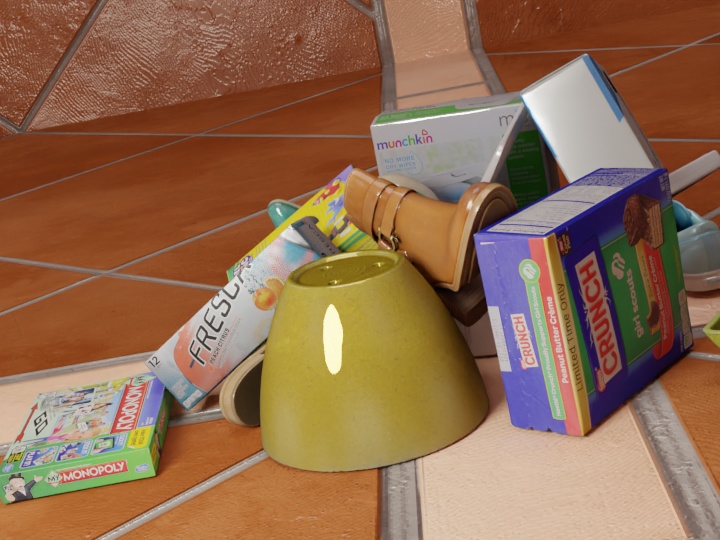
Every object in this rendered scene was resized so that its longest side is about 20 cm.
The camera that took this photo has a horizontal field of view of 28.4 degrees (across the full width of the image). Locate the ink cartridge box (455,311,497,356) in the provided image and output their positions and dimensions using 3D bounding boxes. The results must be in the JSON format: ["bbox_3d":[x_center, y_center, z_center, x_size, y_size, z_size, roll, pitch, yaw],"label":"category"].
[{"bbox_3d":[0.143,0.013,1.342,0.200,0.116,0.067,-6,15,15],"label":"ink cartridge box"}]

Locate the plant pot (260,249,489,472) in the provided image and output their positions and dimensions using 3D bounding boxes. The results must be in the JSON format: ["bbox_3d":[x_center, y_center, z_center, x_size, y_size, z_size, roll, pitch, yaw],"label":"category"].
[{"bbox_3d":[0.001,0.064,1.215,0.200,0.142,0.200,-9,16,3],"label":"plant pot"}]

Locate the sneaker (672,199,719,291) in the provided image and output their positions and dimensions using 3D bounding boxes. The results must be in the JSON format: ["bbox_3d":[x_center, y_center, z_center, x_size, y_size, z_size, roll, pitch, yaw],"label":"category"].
[{"bbox_3d":[0.317,-0.038,1.462,0.074,0.082,0.200,-15,14,-18],"label":"sneaker"}]

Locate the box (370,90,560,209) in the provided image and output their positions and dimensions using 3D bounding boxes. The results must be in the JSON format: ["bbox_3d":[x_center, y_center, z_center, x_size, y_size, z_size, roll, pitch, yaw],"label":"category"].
[{"bbox_3d":[0.129,-0.111,1.673,0.200,0.177,0.097,-6,16,14],"label":"box"}]

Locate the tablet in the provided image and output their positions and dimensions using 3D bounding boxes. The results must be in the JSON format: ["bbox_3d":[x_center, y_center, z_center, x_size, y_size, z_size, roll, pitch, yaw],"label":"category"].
[{"bbox_3d":[0.142,-0.109,1.501,0.014,0.130,0.200,26,30,3],"label":"tablet"}]

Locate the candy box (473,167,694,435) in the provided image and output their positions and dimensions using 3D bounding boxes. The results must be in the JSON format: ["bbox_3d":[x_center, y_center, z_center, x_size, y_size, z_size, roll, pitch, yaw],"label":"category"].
[{"bbox_3d":[0.192,0.019,1.189,0.077,0.169,0.200,2,20,42],"label":"candy box"}]

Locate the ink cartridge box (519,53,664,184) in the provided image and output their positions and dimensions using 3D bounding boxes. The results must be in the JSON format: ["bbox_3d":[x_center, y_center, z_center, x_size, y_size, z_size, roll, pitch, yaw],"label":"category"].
[{"bbox_3d":[0.251,-0.142,1.512,0.084,0.145,0.200,-31,-4,15],"label":"ink cartridge box"}]

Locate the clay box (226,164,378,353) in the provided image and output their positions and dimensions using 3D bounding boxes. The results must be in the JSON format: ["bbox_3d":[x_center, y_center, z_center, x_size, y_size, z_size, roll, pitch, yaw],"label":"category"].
[{"bbox_3d":[-0.060,-0.004,1.408,0.200,0.048,0.115,-39,30,11],"label":"clay box"}]

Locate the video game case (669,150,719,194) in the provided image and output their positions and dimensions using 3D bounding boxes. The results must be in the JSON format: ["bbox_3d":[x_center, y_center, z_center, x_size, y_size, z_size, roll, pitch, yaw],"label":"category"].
[{"bbox_3d":[0.269,-0.055,1.519,0.200,0.024,0.182,-26,-7,-42],"label":"video game case"}]

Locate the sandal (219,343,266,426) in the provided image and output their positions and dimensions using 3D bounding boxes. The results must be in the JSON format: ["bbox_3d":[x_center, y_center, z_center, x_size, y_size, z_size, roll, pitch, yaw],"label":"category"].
[{"bbox_3d":[-0.067,0.076,1.343,0.070,0.078,0.212,3,27,44],"label":"sandal"}]

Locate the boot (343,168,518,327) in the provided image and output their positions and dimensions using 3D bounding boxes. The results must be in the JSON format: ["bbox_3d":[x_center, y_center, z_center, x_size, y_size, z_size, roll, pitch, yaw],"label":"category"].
[{"bbox_3d":[0.051,-0.045,1.227,0.155,0.200,0.074,41,64,19],"label":"boot"}]

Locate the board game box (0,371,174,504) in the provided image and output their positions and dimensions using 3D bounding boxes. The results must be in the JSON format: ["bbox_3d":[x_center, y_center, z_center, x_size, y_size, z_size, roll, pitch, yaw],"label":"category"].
[{"bbox_3d":[-0.245,0.147,1.299,0.134,0.029,0.200,-12,16,1],"label":"board game box"}]

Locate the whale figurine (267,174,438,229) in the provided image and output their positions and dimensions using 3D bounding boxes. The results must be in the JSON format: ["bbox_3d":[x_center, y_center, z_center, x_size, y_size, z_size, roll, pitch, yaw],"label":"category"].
[{"bbox_3d":[-0.005,-0.035,1.578,0.200,0.159,0.104,1,43,5],"label":"whale figurine"}]

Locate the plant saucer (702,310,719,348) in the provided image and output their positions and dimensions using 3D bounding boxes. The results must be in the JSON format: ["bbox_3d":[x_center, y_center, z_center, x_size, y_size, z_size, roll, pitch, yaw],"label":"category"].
[{"bbox_3d":[0.416,0.039,1.195,0.199,0.048,0.200,0,19,33],"label":"plant saucer"}]

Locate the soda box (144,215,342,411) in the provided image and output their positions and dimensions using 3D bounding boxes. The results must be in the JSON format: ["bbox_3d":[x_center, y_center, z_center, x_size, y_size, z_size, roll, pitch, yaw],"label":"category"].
[{"bbox_3d":[-0.106,0.040,1.325,0.200,0.064,0.068,-43,-1,14],"label":"soda box"}]
